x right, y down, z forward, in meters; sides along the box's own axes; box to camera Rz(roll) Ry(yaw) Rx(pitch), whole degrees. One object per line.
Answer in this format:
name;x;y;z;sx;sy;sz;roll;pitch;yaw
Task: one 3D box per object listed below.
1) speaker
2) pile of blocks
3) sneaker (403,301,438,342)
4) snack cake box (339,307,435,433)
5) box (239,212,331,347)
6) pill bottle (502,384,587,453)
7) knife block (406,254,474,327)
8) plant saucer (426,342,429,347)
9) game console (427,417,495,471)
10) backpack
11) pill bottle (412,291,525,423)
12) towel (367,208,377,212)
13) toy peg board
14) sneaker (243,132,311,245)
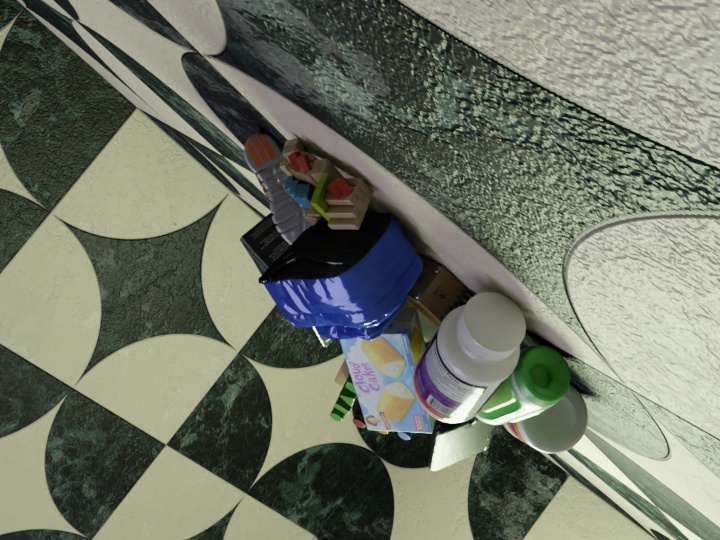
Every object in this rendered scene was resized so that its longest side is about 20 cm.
speaker;0.221;0.167;1.170;0.088;0.089;0.200;39;156;0
pile of blocks;-0.067;-0.117;1.080;0.199;0.082;0.062;36;175;46
sneaker;0.106;0.092;1.361;0.073;0.085;0.200;32;175;44
snack cake box;0.047;0.157;1.278;0.113;0.068;0.202;-3;123;21
box;-0.108;0.009;1.590;0.197;0.123;0.201;46;168;31
pill bottle;0.289;0.227;1.336;0.113;0.113;0.200;39;176;0
knife block;0.136;0.058;1.240;0.175;0.064;0.200;43;174;-29
plant saucer;0.148;0.142;1.419;0.198;0.019;0.071;14;-136;-43
game console;0.180;0.234;1.401;0.201;0.173;0.117;87;160;-58
backpack;-0.007;0.008;1.150;0.199;0.163;0.168;-10;127;50
pill bottle;0.144;0.114;1.080;0.111;0.111;0.201;38;147;11
towel;-0.012;-0.096;1.266;0.086;0.018;0.199;39;177;-43
toy peg board;0.045;0.229;1.449;0.197;0.098;0.201;29;146;3
sneaker;-0.122;-0.133;1.338;0.112;0.077;0.203;-116;2;-82
